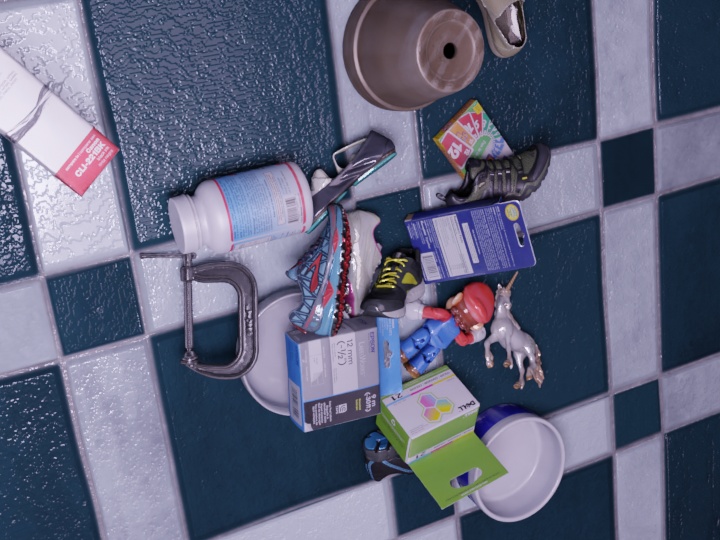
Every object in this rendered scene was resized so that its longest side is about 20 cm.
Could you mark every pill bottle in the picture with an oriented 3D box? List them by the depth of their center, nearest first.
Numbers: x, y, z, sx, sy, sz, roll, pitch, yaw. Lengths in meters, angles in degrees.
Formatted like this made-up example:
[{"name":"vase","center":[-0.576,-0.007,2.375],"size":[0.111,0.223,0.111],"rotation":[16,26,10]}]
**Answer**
[{"name":"pill bottle","center":[-0.177,-0.089,1.443],"size":[0.197,0.109,0.110],"rotation":[-15,109,-22]}]

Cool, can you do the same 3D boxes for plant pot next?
[{"name":"plant pot","center":[0.096,-0.336,1.476],"size":[0.197,0.173,0.203],"rotation":[-7,106,-25]}]

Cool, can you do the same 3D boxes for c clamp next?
[{"name":"c clamp","center":[-0.233,0.065,1.458],"size":[0.168,0.027,0.204],"rotation":[-7,91,-2]}]

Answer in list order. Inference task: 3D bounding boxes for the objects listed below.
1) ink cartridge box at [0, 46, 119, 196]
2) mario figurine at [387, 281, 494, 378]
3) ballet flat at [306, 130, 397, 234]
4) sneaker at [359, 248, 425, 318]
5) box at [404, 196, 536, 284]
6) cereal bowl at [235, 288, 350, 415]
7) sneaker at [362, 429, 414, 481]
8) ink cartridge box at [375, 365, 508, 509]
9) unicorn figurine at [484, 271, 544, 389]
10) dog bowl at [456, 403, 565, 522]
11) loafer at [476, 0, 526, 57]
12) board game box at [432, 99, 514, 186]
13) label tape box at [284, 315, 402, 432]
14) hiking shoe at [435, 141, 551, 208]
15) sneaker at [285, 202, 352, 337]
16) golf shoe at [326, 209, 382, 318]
[{"name":"ink cartridge box","center":[-0.428,-0.199,1.273],"size":[0.200,0.144,0.084],"rotation":[42,83,-28]},{"name":"mario figurine","center":[0.143,0.091,1.679],"size":[0.199,0.106,0.124],"rotation":[-38,153,-1]},{"name":"ballet flat","center":[-0.033,-0.145,1.529],"size":[0.200,0.073,0.073],"rotation":[-42,117,-3]},{"name":"sneaker","center":[0.048,0.018,1.558],"size":[0.073,0.200,0.086],"rotation":[4,107,19]},{"name":"box","center":[0.182,-0.050,1.599],"size":[0.032,0.197,0.123],"rotation":[-55,131,-55]},{"name":"cereal bowl","center":[-0.108,0.121,1.545],"size":[0.197,0.083,0.203],"rotation":[-7,107,-24]},{"name":"sneaker","center":[0.097,0.308,1.709],"size":[0.197,0.073,0.083],"rotation":[-11,120,-15]},{"name":"ink cartridge box","center":[0.140,0.273,1.627],"size":[0.146,0.200,0.077],"rotation":[-21,138,-25]},{"name":"unicorn figurine","center":[0.267,0.118,1.728],"size":[0.200,0.073,0.139],"rotation":[53,39,-46]},{"name":"dog bowl","center":[0.274,0.351,1.792],"size":[0.197,0.079,0.203],"rotation":[-7,107,-24]},{"name":"loafer","center":[0.226,-0.440,1.569],"size":[0.075,0.068,0.202],"rotation":[-31,114,-15]},{"name":"board game box","center":[0.213,-0.182,1.656],"size":[0.096,0.030,0.200],"rotation":[-45,120,-8]},{"name":"label tape box","center":[-0.014,0.153,1.517],"size":[0.197,0.066,0.146],"rotation":[-10,107,-22]},{"name":"hiking shoe","center":[0.222,-0.153,1.604],"size":[0.199,0.076,0.101],"rotation":[-40,120,4]},{"name":"sneaker","center":[-0.066,-0.007,1.458],"size":[0.094,0.079,0.203],"rotation":[6,77,6]},{"name":"golf shoe","center":[0.000,0.000,1.574],"size":[0.090,0.075,0.203],"rotation":[-12,109,-26]}]
